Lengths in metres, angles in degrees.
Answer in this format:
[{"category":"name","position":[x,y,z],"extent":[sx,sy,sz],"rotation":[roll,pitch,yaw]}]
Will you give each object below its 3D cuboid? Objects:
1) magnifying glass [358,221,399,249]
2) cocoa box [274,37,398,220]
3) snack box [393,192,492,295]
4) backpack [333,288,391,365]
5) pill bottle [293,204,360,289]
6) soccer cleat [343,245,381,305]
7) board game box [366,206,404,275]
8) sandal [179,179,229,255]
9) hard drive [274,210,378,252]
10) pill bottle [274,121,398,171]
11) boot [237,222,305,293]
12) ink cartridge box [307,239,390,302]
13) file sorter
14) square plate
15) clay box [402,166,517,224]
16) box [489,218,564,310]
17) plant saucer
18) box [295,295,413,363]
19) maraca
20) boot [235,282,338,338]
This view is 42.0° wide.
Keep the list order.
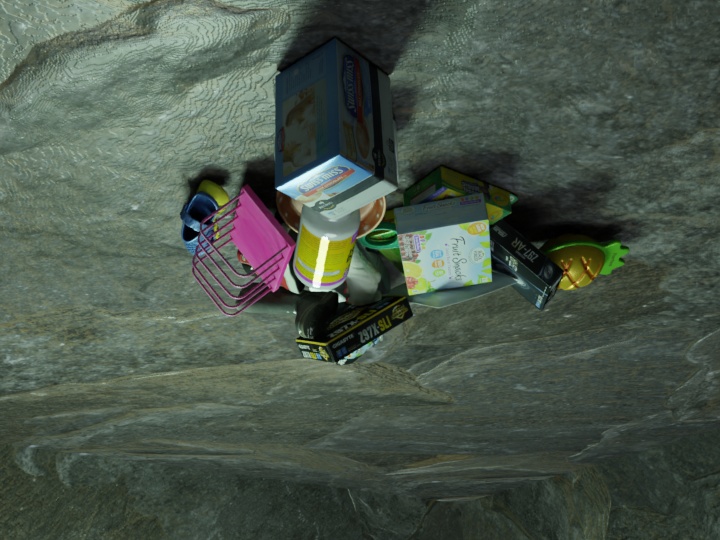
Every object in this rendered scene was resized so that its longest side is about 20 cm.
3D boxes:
[{"category":"magnifying glass","position":[0.092,-0.059,1.778],"extent":[0.196,0.023,0.080],"rotation":[5,152,-17]},{"category":"cocoa box","position":[-0.039,-0.204,1.368],"extent":[0.132,0.203,0.130],"rotation":[-22,148,35]},{"category":"snack box","position":[0.155,-0.045,1.728],"extent":[0.165,0.069,0.201],"rotation":[-9,146,3]},{"category":"backpack","position":[-0.006,0.093,2.068],"extent":[0.151,0.165,0.201],"rotation":[-7,149,-9]},{"category":"pill bottle","position":[-0.057,-0.066,1.631],"extent":[0.102,0.106,0.202],"rotation":[3,140,-10]},{"category":"soccer cleat","position":[0.000,0.000,1.822],"extent":[0.076,0.070,0.201],"rotation":[-4,146,4]},{"category":"board game box","position":[0.095,-0.056,1.866],"extent":[0.100,0.048,0.200],"rotation":[-14,152,22]},{"category":"sandal","position":[-0.302,-0.083,1.719],"extent":[0.079,0.087,0.201],"rotation":[33,148,5]},{"category":"hard drive","position":[-0.061,-0.078,1.827],"extent":[0.137,0.033,0.200],"rotation":[-12,152,21]},{"category":"pill bottle","position":[-0.038,-0.187,1.516],"extent":[0.196,0.106,0.105],"rotation":[-4,155,2]},{"category":"boot","position":[-0.182,-0.036,1.808],"extent":[0.142,0.073,0.201],"rotation":[19,151,14]},{"category":"ink cartridge box","position":[-0.044,-0.017,1.889],"extent":[0.160,0.058,0.201],"rotation":[-10,133,18]},{"category":"file sorter","position":[-0.220,-0.025,1.685],"extent":[0.125,0.139,0.200],"rotation":[-36,169,-26]},{"category":"square plate","position":[0.181,0.028,1.887],"extent":[0.197,0.029,0.197],"rotation":[-16,-167,-27]},{"category":"clay box","position":[0.190,-0.121,1.736],"extent":[0.198,0.048,0.114],"rotation":[16,149,-32]},{"category":"box","position":[0.316,-0.009,1.837],"extent":[0.044,0.160,0.200],"rotation":[-47,166,-8]},{"category":"plant saucer","position":[-0.052,-0.129,1.675],"extent":[0.196,0.033,0.202],"rotation":[1,138,1]},{"category":"box","position":[-0.013,0.114,1.869],"extent":[0.198,0.050,0.159],"rotation":[-29,-167,-23]},{"category":"maraca","position":[0.443,-0.020,1.898],"extent":[0.196,0.109,0.138],"rotation":[-6,149,-2]},{"category":"boot","position":[-0.160,0.072,1.874],"extent":[0.197,0.074,0.182],"rotation":[12,-164,17]}]
